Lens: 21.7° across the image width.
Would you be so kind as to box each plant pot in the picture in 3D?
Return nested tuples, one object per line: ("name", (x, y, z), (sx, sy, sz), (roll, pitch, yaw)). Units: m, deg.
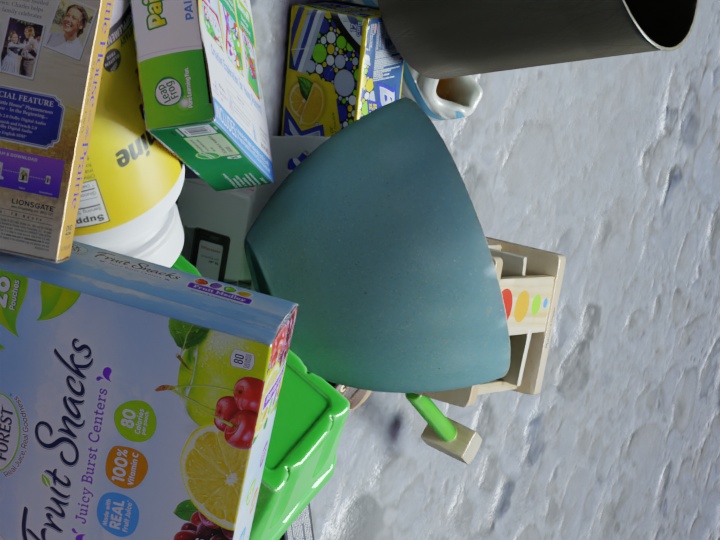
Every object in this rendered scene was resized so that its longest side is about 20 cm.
("plant pot", (0.000, 0.000, 1.259), (0.135, 0.200, 0.200), (-20, 130, -9))

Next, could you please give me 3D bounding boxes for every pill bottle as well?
("pill bottle", (-0.168, -0.086, 1.108), (0.112, 0.112, 0.200), (-52, 144, -36))

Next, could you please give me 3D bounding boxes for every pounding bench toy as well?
("pounding bench toy", (0.069, 0.072, 1.588), (0.156, 0.124, 0.200), (-3, 106, -60))

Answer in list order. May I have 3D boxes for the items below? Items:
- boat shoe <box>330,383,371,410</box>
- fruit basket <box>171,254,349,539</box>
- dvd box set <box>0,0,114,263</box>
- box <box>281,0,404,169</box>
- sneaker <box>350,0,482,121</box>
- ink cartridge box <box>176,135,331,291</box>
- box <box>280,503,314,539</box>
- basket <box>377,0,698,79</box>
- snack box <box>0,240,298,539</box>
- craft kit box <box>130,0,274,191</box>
("boat shoe", (-0.001, 0.019, 1.495), (0.070, 0.070, 0.200), (11, 93, -65))
("fruit basket", (-0.131, 0.114, 1.225), (0.156, 0.215, 0.216), (-47, 141, -41))
("dvd box set", (-0.209, -0.116, 0.993), (0.029, 0.146, 0.200), (-36, 136, -81))
("box", (-0.016, -0.099, 1.415), (0.064, 0.070, 0.200), (-18, 118, -56))
("sneaker", (0.044, -0.205, 1.464), (0.077, 0.081, 0.200), (-53, 141, -33))
("ink cartridge box", (-0.079, -0.004, 1.348), (0.116, 0.068, 0.200), (-5, 108, -58))
("box", (-0.084, 0.221, 1.399), (0.035, 0.110, 0.200), (-43, 137, -44))
("basket", (0.122, -0.215, 1.343), (0.136, 0.200, 0.181), (23, 61, -46))
("snack box", (-0.138, 0.094, 1.051), (0.068, 0.168, 0.200), (-60, 165, -66))
("craft kit box", (-0.099, -0.161, 1.127), (0.200, 0.048, 0.198), (50, 34, -80))
